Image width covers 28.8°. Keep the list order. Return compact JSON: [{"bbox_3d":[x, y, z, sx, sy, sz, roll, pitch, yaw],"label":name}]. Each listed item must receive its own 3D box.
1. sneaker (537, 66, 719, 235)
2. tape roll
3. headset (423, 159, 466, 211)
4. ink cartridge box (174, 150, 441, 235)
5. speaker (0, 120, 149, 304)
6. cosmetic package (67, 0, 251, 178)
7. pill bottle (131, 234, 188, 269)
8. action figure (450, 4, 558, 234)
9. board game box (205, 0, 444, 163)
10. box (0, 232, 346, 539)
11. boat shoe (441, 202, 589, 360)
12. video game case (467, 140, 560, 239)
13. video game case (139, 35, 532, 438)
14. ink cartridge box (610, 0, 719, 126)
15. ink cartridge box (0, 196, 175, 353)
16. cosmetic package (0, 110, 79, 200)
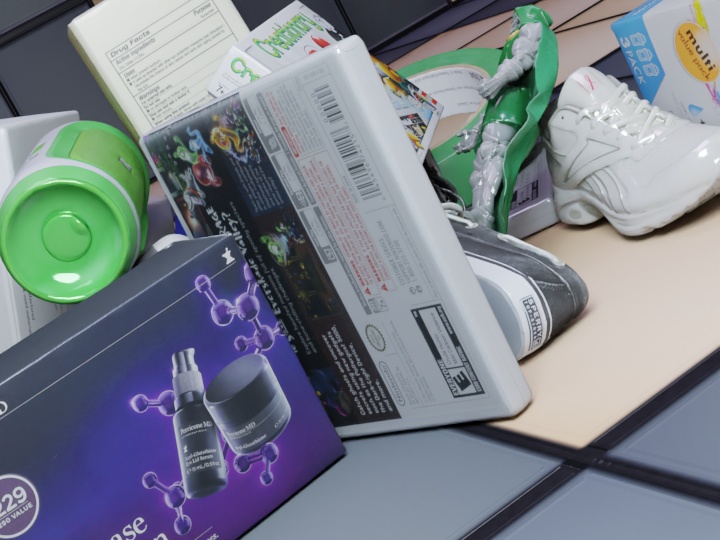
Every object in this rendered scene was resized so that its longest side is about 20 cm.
[{"bbox_3d":[0.163,-0.081,0.884,0.078,0.100,0.200,-32,12,-18],"label":"sneaker"},{"bbox_3d":[0.048,-0.107,1.151,0.199,0.048,0.201,-22,30,14],"label":"tape roll"},{"bbox_3d":[0.000,0.000,0.938,0.200,0.094,0.123,-47,20,-30],"label":"headset"},{"bbox_3d":[-0.043,-0.055,1.052,0.199,0.044,0.094,-28,24,4],"label":"ink cartridge box"},{"bbox_3d":[-0.175,-0.041,0.876,0.088,0.089,0.200,-28,16,1],"label":"speaker"},{"bbox_3d":[-0.102,-0.102,0.948,0.105,0.201,0.071,-32,8,-10],"label":"cosmetic package"},{"bbox_3d":[-0.118,0.051,0.863,0.200,0.113,0.113,-42,13,-6],"label":"pill bottle"},{"bbox_3d":[0.095,-0.098,0.923,0.118,0.054,0.201,108,-179,-58],"label":"action figure"},{"bbox_3d":[-0.015,-0.105,0.865,0.035,0.126,0.200,-54,5,19],"label":"board game box"},{"bbox_3d":[-0.126,0.091,0.732,0.199,0.142,0.079,-36,13,-28],"label":"box"},{"bbox_3d":[0.046,-0.006,0.825,0.068,0.074,0.198,-26,27,-34],"label":"boat shoe"},{"bbox_3d":[0.073,-0.036,1.098,0.181,0.023,0.200,-25,13,15],"label":"video game case"},{"bbox_3d":[-0.019,-0.005,0.740,0.181,0.201,0.023,-15,16,48],"label":"video game case"},{"bbox_3d":[0.246,-0.123,0.831,0.068,0.116,0.200,-32,12,-18],"label":"ink cartridge box"},{"bbox_3d":[-0.246,0.004,1.038,0.144,0.084,0.200,-3,10,27],"label":"ink cartridge box"},{"bbox_3d":[-0.277,-0.074,1.051,0.100,0.072,0.200,-7,9,5],"label":"cosmetic package"}]
